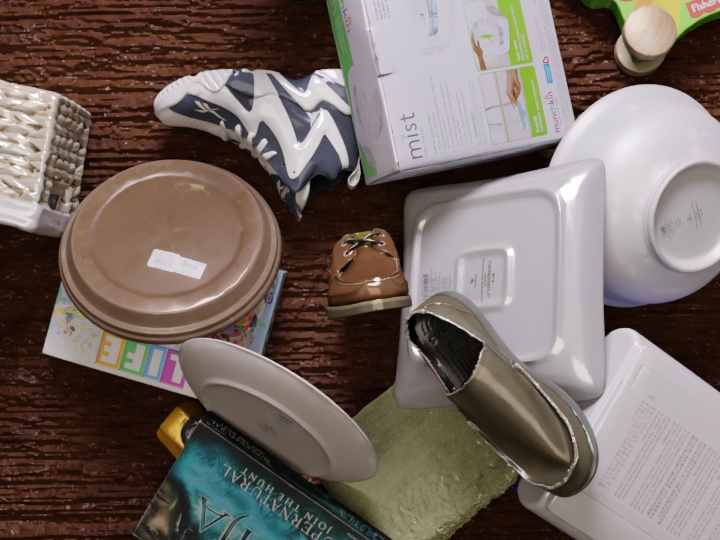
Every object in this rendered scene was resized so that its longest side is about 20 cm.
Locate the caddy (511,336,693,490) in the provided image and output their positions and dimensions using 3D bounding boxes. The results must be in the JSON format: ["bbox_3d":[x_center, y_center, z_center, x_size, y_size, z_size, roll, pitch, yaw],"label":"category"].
[{"bbox_3d":[0.208,0.135,1.050,0.198,0.105,0.143,-5,98,-15],"label":"caddy"}]

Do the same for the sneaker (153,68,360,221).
[{"bbox_3d":[-0.087,-0.109,1.072,0.197,0.079,0.131,-2,82,-8],"label":"sneaker"}]

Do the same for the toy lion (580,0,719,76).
[{"bbox_3d":[0.277,-0.291,1.071,0.198,0.069,0.194,-19,82,2],"label":"toy lion"}]

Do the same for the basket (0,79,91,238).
[{"bbox_3d":[-0.352,-0.110,1.056,0.198,0.136,0.125,12,89,2],"label":"basket"}]

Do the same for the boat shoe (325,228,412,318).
[{"bbox_3d":[0.000,0.000,1.010,0.071,0.200,0.069,-6,94,-7],"label":"boat shoe"}]

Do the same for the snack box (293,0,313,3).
[{"bbox_3d":[-0.069,-0.306,1.008,0.037,0.200,0.118,-6,91,12],"label":"snack box"}]

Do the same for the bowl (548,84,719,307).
[{"bbox_3d":[0.263,-0.055,1.016,0.199,0.090,0.203,-6,105,-21],"label":"bowl"}]

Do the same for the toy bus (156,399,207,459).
[{"bbox_3d":[-0.108,0.209,1.086,0.200,0.065,0.078,41,95,1],"label":"toy bus"}]

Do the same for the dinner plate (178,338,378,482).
[{"bbox_3d":[-0.075,0.128,1.007,0.199,0.200,0.024,31,62,2],"label":"dinner plate"}]

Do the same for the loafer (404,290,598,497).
[{"bbox_3d":[0.099,0.097,0.915,0.200,0.069,0.076,46,115,27],"label":"loafer"}]

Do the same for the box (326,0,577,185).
[{"bbox_3d":[0.076,-0.191,1.030,0.175,0.097,0.202,-13,91,-18],"label":"box"}]

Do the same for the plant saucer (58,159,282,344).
[{"bbox_3d":[-0.168,-0.026,1.047,0.198,0.030,0.202,1,54,-2],"label":"plant saucer"}]

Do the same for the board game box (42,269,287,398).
[{"bbox_3d":[-0.181,0.039,1.101,0.198,0.034,0.136,15,92,2],"label":"board game box"}]

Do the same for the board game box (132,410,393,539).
[{"bbox_3d":[-0.086,0.233,1.030,0.199,0.028,0.136,34,109,4],"label":"board game box"}]

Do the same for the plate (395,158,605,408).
[{"bbox_3d":[0.109,0.011,0.993,0.198,0.032,0.202,-8,72,36],"label":"plate"}]

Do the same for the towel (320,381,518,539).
[{"bbox_3d":[0.052,0.168,1.037,0.200,0.036,0.149,-45,55,22],"label":"towel"}]

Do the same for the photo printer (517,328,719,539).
[{"bbox_3d":[0.247,0.167,0.971,0.199,0.069,0.167,33,86,-19],"label":"photo printer"}]
